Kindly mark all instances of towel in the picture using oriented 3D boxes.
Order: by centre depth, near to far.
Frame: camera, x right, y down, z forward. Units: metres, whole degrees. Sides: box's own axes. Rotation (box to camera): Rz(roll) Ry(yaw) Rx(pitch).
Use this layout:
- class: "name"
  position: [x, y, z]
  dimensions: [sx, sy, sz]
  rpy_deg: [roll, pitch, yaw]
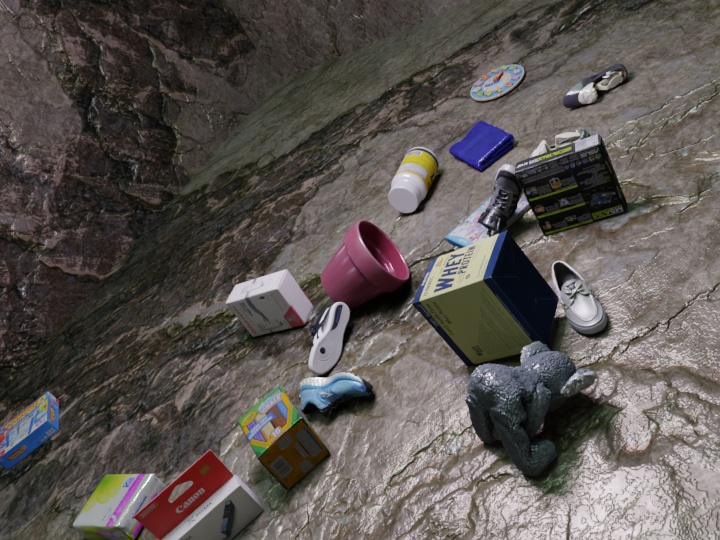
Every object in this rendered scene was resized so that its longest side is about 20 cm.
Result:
- class: "towel"
  position: [0.370, -0.377, 2.110]
  dimensions: [0.147, 0.050, 0.200]
  rpy_deg: [-42, 29, 2]

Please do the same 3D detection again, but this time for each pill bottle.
- class: "pill bottle"
  position: [0.159, -0.273, 2.100]
  dimensions: [0.113, 0.115, 0.201]
  rpy_deg: [-10, 37, 37]

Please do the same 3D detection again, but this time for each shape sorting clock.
- class: "shape sorting clock"
  position: [0.475, -0.657, 2.417]
  dimensions: [0.198, 0.039, 0.201]
  rpy_deg: [-26, 30, 16]

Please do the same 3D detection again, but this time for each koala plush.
- class: "koala plush"
  position: [0.300, 0.208, 1.206]
  dimensions: [0.199, 0.186, 0.177]
  rpy_deg: [-30, 27, -17]

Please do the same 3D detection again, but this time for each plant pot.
- class: "plant pot"
  position: [0.000, 0.000, 1.804]
  dimensions: [0.179, 0.200, 0.201]
  rpy_deg: [-40, 25, 23]

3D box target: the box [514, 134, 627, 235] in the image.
- class: "box"
  position: [0.474, -0.187, 1.564]
  dimensions: [0.198, 0.194, 0.048]
  rpy_deg: [-17, 36, 30]

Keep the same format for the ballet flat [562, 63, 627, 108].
- class: "ballet flat"
  position: [0.676, -0.525, 1.984]
  dimensions: [0.198, 0.073, 0.073]
  rpy_deg: [-30, 29, 5]

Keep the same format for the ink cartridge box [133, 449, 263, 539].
- class: "ink cartridge box"
  position: [-0.325, 0.493, 1.406]
  dimensions: [0.200, 0.177, 0.045]
  rpy_deg: [-40, 30, -10]

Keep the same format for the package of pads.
- class: "package of pads"
  position: [-0.583, 0.573, 1.672]
  dimensions: [0.198, 0.069, 0.155]
  rpy_deg: [-13, 34, 35]

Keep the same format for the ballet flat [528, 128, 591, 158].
- class: "ballet flat"
  position: [0.519, -0.326, 1.852]
  dimensions: [0.198, 0.075, 0.075]
  rpy_deg: [-19, 32, 26]

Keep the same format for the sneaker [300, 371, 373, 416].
- class: "sneaker"
  position: [-0.055, 0.288, 1.562]
  dimensions: [0.198, 0.078, 0.091]
  rpy_deg: [-17, 52, 36]

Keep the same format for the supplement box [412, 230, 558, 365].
- class: "supplement box"
  position: [0.252, 0.062, 1.391]
  dimensions: [0.199, 0.200, 0.135]
  rpy_deg: [-22, 28, 43]

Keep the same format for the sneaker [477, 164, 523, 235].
- class: "sneaker"
  position: [0.337, -0.160, 1.663]
  dimensions: [0.075, 0.201, 0.114]
  rpy_deg: [27, 68, 17]

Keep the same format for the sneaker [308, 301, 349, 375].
- class: "sneaker"
  position: [-0.095, 0.182, 1.755]
  dimensions: [0.112, 0.073, 0.202]
  rpy_deg: [-28, 33, 54]

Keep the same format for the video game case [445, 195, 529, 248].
- class: "video game case"
  position: [0.331, -0.127, 1.804]
  dimensions: [0.200, 0.018, 0.143]
  rpy_deg: [-41, 30, -10]

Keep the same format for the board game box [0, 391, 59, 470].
- class: "board game box"
  position: [-1.093, 0.524, 2.286]
  dimensions: [0.199, 0.056, 0.196]
  rpy_deg: [-39, 29, -6]

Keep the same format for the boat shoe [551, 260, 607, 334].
- class: "boat shoe"
  position: [0.432, 0.048, 1.390]
  dimensions: [0.071, 0.066, 0.201]
  rpy_deg: [-26, 30, 15]

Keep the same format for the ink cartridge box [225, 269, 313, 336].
- class: "ink cartridge box"
  position: [-0.256, 0.096, 1.951]
  dimensions: [0.198, 0.147, 0.083]
  rpy_deg: [-16, 33, 32]

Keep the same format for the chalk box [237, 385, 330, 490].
- class: "chalk box"
  position: [-0.175, 0.351, 1.515]
  dimensions: [0.124, 0.125, 0.200]
  rpy_deg: [-39, 30, -8]
